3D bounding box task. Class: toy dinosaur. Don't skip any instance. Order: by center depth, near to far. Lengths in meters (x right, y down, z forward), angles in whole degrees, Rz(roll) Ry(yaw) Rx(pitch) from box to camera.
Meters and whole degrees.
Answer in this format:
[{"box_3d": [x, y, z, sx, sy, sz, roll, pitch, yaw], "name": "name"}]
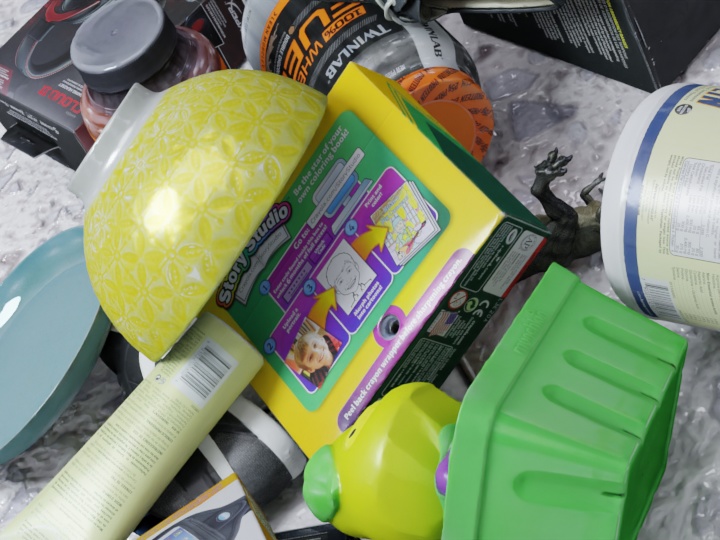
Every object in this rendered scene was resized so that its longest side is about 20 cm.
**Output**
[{"box_3d": [0.111, -0.029, 1.232, 0.199, 0.088, 0.048, -28, 34, 2], "name": "toy dinosaur"}]

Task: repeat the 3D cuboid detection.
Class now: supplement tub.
[{"box_3d": [0.256, -0.028, 1.115, 0.199, 0.145, 0.145, 11, 57, 34], "name": "supplement tub"}, {"box_3d": [-0.126, -0.095, 1.335, 0.106, 0.200, 0.107, -15, 47, 16], "name": "supplement tub"}, {"box_3d": [0.005, -0.140, 1.361, 0.122, 0.123, 0.200, -35, 44, -5], "name": "supplement tub"}]

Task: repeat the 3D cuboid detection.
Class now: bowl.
[{"box_3d": [-0.118, -0.055, 1.199, 0.201, 0.107, 0.200, -55, 8, 11], "name": "bowl"}]

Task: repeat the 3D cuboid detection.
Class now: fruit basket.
[{"box_3d": [0.066, 0.096, 1.075, 0.214, 0.157, 0.216, 4, 26, -2], "name": "fruit basket"}]

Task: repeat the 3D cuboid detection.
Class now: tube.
[{"box_3d": [-0.141, 0.116, 1.184, 0.200, 0.052, 0.058, -51, 21, -11], "name": "tube"}]

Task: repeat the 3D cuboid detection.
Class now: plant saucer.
[{"box_3d": [-0.231, 0.059, 1.335, 0.200, 0.027, 0.201, -36, 34, 29], "name": "plant saucer"}]

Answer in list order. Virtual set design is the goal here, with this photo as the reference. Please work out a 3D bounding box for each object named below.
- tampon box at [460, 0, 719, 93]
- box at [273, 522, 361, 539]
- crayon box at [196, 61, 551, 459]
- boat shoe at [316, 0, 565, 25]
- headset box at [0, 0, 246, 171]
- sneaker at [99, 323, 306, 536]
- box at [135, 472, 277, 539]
[{"box_3d": [0.167, -0.243, 1.364, 0.199, 0.127, 0.150, 27, 68, 41], "name": "tampon box"}, {"box_3d": [-0.094, 0.240, 1.131, 0.199, 0.046, 0.160, -13, 47, 17], "name": "box"}, {"box_3d": [0.000, 0.000, 1.213, 0.201, 0.058, 0.173, -54, 50, 15], "name": "crayon box"}, {"box_3d": [0.042, -0.194, 1.272, 0.199, 0.076, 0.061, -4, 78, 26], "name": "boat shoe"}, {"box_3d": [-0.201, -0.161, 1.522, 0.148, 0.075, 0.200, 28, 68, 41], "name": "headset box"}, {"box_3d": [-0.137, 0.110, 1.250, 0.112, 0.073, 0.200, -46, 47, -16], "name": "sneaker"}, {"box_3d": [-0.097, 0.181, 1.056, 0.119, 0.042, 0.200, -34, 11, -5], "name": "box"}]
